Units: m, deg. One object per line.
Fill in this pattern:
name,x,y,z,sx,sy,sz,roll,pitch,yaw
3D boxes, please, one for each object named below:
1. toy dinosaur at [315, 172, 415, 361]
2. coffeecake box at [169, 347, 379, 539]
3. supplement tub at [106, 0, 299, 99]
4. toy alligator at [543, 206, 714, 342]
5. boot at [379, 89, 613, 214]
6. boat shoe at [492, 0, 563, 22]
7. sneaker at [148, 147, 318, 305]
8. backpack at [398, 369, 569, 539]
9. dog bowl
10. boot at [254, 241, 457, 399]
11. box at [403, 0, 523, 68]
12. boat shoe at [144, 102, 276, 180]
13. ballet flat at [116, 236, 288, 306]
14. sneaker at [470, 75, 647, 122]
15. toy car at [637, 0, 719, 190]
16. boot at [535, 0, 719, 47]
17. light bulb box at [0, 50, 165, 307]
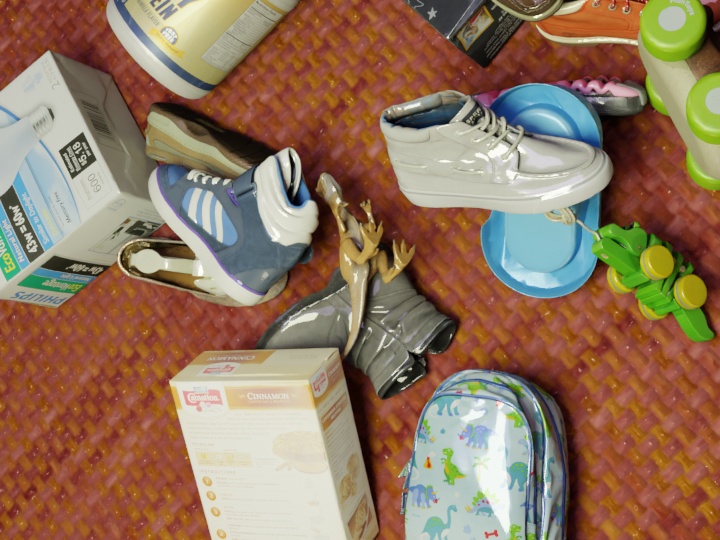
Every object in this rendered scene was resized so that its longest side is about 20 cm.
toy dinosaur,0.000,0.000,1.239,0.106,0.060,0.201,-26,65,54
coffeecake box,-0.081,0.180,1.248,0.153,0.073,0.201,-3,111,26
supplement tub,-0.152,-0.295,1.350,0.200,0.144,0.145,-43,68,15
toy alligator,0.246,-0.014,1.139,0.054,0.200,0.059,-58,15,-29
boot,0.110,-0.106,1.107,0.199,0.096,0.074,-2,46,28
boat shoe,0.107,-0.307,1.139,0.075,0.075,0.203,-38,71,15
sneaker,-0.117,-0.079,1.285,0.147,0.080,0.200,-51,58,20
backpack,0.116,0.190,1.172,0.163,0.154,0.201,7,74,33
dog bowl,0.169,-0.077,1.178,0.111,0.050,0.201,7,113,24
boot,-0.011,0.079,1.274,0.200,0.070,0.132,-44,66,16
box,0.080,-0.318,1.257,0.200,0.115,0.132,46,102,21
boat shoe,-0.154,-0.111,1.378,0.200,0.072,0.076,31,112,33
ballet flat,-0.174,0.000,1.365,0.199,0.067,0.068,4,86,26
sneaker,0.175,-0.130,1.218,0.199,0.079,0.096,-6,96,29
toy car,0.351,-0.183,1.094,0.199,0.164,0.158,-27,72,7
boot,0.245,-0.247,1.173,0.199,0.107,0.075,-2,81,24
light bulb box,-0.340,-0.096,1.427,0.200,0.125,0.199,-36,70,17
